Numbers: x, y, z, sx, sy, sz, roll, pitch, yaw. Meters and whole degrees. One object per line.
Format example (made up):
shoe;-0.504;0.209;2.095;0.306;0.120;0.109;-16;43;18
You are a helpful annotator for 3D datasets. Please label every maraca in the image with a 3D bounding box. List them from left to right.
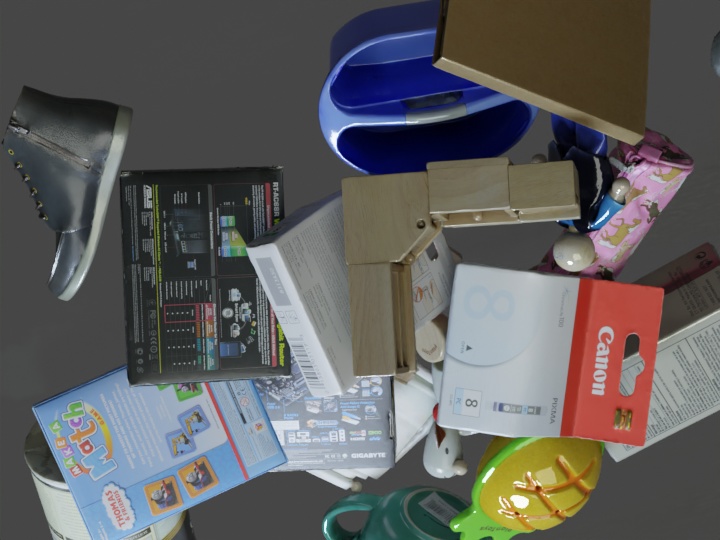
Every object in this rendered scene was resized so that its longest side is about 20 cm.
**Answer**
maraca;0.173;0.222;1.375;0.137;0.107;0.200;10;129;-29

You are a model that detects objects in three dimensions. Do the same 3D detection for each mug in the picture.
mug;0.058;0.310;1.473;0.185;0.152;0.114;10;121;-15

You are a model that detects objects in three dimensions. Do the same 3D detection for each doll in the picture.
doll;0.199;-0.098;1.237;0.048;0.136;0.200;-11;105;-28

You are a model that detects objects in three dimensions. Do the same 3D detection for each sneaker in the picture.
sneaker;-0.284;-0.073;1.222;0.106;0.075;0.200;15;111;-12

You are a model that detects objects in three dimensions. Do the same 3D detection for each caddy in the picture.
caddy;0.060;-0.160;1.183;0.200;0.105;0.141;-10;125;-2

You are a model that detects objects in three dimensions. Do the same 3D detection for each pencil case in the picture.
pencil case;0.242;-0.046;1.302;0.086;0.083;0.200;18;120;-21

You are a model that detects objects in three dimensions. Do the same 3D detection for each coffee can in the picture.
coffee can;-0.256;0.246;1.388;0.146;0.146;0.200;-9;125;-2

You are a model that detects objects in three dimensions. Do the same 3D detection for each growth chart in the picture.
growth chart;0.009;0.166;1.450;0.200;0.018;0.145;-41;119;19

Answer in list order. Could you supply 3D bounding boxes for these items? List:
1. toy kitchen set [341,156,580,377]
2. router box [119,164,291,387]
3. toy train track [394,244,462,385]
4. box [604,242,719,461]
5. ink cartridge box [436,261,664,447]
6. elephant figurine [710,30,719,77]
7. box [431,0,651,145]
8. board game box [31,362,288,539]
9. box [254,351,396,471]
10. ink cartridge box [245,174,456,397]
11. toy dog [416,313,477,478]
toy kitchen set;0.102;-0.001;1.202;0.200;0.163;0.181;-4;87;12
router box;-0.144;0.004;1.230;0.150;0.062;0.200;-2;91;-12
toy train track;0.035;0.058;1.363;0.115;0.033;0.200;33;110;-16
box;0.315;0.085;1.384;0.200;0.109;0.128;-29;123;12
ink cartridge box;0.181;0.082;1.271;0.200;0.047;0.160;7;94;11
elephant figurine;0.392;-0.193;1.214;0.141;0.155;0.200;-5;126;50
box;0.160;-0.210;1.140;0.200;0.164;0.021;18;152;-19
board game box;-0.190;0.156;1.269;0.200;0.037;0.151;-24;95;-13
box;-0.065;0.109;1.347;0.200;0.050;0.199;-2;113;4
ink cartridge box;0.000;0.000;1.250;0.050;0.200;0.161;-5;114;45
toy dog;0.115;0.129;1.366;0.132;0.096;0.200;-32;127;-23
